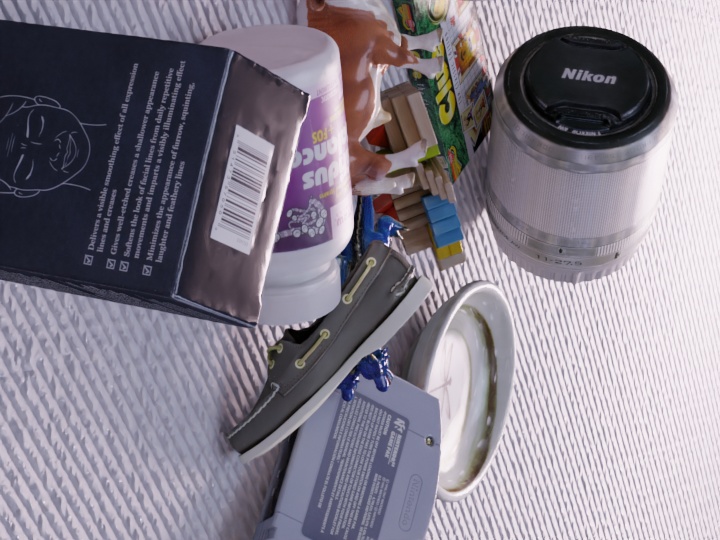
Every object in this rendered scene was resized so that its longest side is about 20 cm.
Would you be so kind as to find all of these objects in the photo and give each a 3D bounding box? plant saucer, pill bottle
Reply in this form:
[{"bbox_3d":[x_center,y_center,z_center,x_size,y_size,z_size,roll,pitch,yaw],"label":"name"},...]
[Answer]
[{"bbox_3d":[0.078,0.105,1.997,0.200,0.050,0.200,-30,124,-58],"label":"plant saucer"},{"bbox_3d":[-0.062,-0.066,1.609,0.112,0.112,0.200,-41,133,-51],"label":"pill bottle"}]

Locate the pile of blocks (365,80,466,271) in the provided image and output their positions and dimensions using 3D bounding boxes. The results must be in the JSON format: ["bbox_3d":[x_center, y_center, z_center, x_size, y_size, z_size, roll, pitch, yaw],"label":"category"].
[{"bbox_3d":[0.040,-0.064,1.850,0.082,0.062,0.200,-115,-175,-51],"label":"pile of blocks"}]

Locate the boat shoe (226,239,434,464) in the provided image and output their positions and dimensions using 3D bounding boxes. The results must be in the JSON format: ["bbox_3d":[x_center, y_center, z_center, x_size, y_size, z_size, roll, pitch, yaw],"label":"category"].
[{"bbox_3d":[-0.034,0.063,1.697,0.202,0.060,0.072,-45,-176,10],"label":"boat shoe"}]

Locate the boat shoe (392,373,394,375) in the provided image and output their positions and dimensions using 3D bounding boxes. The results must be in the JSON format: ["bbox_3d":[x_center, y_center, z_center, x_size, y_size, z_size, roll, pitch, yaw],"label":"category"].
[{"bbox_3d":[-0.004,0.179,1.851,0.063,0.071,0.200,66,38,-51],"label":"boat shoe"}]

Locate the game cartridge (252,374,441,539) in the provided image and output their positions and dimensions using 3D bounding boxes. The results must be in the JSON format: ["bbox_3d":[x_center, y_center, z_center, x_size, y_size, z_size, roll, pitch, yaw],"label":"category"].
[{"bbox_3d":[-0.004,0.171,1.777,0.133,0.042,0.200,32,56,-23],"label":"game cartridge"}]

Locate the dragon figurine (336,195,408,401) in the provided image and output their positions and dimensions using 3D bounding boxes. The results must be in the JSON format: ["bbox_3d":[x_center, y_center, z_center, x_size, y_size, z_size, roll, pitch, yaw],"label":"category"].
[{"bbox_3d":[0.000,0.000,1.762,0.099,0.059,0.200,-45,130,-69],"label":"dragon figurine"}]

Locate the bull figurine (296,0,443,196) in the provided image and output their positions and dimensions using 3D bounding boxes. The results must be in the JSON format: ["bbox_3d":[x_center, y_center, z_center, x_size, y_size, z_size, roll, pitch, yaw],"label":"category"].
[{"bbox_3d":[-0.002,-0.147,1.718,0.065,0.121,0.200,-110,-149,-76],"label":"bull figurine"}]

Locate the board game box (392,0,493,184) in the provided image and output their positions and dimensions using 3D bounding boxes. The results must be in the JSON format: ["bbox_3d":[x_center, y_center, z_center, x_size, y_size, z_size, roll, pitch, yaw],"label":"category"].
[{"bbox_3d":[0.075,-0.182,1.935,0.105,0.023,0.200,-53,142,-38],"label":"board game box"}]

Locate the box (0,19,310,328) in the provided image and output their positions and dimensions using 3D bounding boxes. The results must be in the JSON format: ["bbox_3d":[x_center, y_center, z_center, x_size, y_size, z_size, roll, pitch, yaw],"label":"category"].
[{"bbox_3d":[-0.152,-0.060,1.341,0.107,0.200,0.149,25,77,-63],"label":"box"}]

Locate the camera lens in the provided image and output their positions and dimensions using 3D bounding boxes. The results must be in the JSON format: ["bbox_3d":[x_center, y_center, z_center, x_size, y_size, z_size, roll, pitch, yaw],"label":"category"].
[{"bbox_3d":[0.193,-0.106,1.996,0.200,0.160,0.160,92,23,-52],"label":"camera lens"}]
